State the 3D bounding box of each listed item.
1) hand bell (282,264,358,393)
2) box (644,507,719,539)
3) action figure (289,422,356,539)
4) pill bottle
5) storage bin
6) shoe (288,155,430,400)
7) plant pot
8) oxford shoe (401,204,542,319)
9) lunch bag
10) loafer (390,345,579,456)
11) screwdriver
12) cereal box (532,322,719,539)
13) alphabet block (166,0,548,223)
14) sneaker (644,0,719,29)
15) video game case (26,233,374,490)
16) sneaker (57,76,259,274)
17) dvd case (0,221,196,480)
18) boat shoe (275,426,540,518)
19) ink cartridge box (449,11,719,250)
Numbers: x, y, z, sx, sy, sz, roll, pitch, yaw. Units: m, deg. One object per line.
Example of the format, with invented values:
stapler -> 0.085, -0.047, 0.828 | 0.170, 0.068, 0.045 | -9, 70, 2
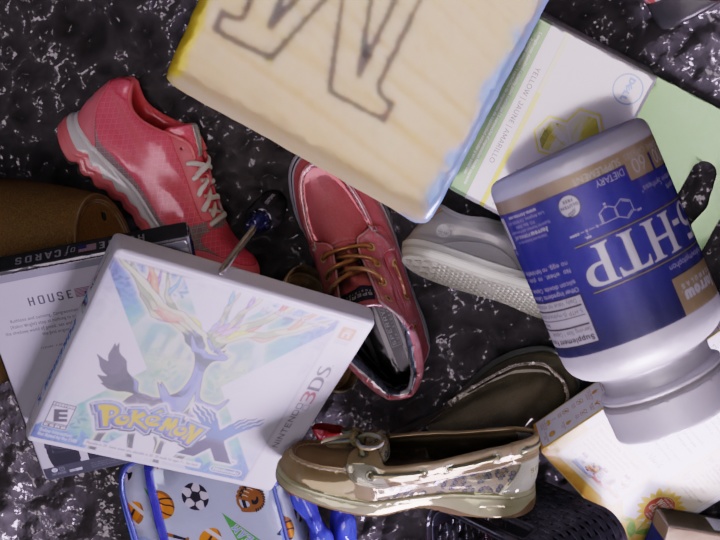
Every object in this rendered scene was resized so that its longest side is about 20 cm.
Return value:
hand bell -> -0.108, 0.081, 1.031 | 0.198, 0.104, 0.105 | -25, 101, 27
box -> 0.261, 0.293, 1.028 | 0.120, 0.032, 0.202 | 11, 111, -16
action figure -> -0.003, 0.232, 1.008 | 0.098, 0.065, 0.203 | 11, 117, 48
pill bottle -> 0.180, 0.009, 0.876 | 0.119, 0.120, 0.202 | -23, 93, 14
storage bin -> 0.131, 0.278, 0.998 | 0.135, 0.093, 0.203 | 16, 114, 51
shoe -> 0.000, 0.000, 0.973 | 0.071, 0.091, 0.202 | -22, 102, 9
plant pot -> -0.277, 0.004, 0.960 | 0.197, 0.186, 0.189 | -10, 104, 16
oxford shoe -> 0.130, -0.001, 0.973 | 0.198, 0.075, 0.058 | 20, 72, 1
lunch bag -> -0.119, 0.233, 1.069 | 0.158, 0.076, 0.203 | -7, 103, 13
loafer -> 0.089, 0.135, 1.011 | 0.199, 0.070, 0.075 | -37, 97, 16
screwdriver -> -0.083, -0.030, 0.922 | 0.028, 0.200, 0.029 | -41, 93, 16
cereal box -> 0.253, 0.117, 0.977 | 0.199, 0.040, 0.144 | -36, 117, 15
alphabet block -> 0.011, -0.179, 0.873 | 0.198, 0.196, 0.198 | 28, 106, -1
sneaker -> 0.269, -0.265, 0.874 | 0.200, 0.067, 0.109 | -31, 102, 18
video game case -> -0.116, 0.074, 0.909 | 0.198, 0.022, 0.183 | 17, 122, -25
sneaker -> -0.144, -0.068, 0.988 | 0.200, 0.074, 0.087 | 44, 106, -5
dvd case -> -0.179, 0.063, 0.914 | 0.148, 0.025, 0.202 | -11, 129, -6
boat shoe -> 0.036, 0.141, 0.948 | 0.197, 0.073, 0.064 | 3, 110, -7
ink cartridge box -> 0.185, -0.083, 0.949 | 0.198, 0.048, 0.147 | 28, 107, 3
